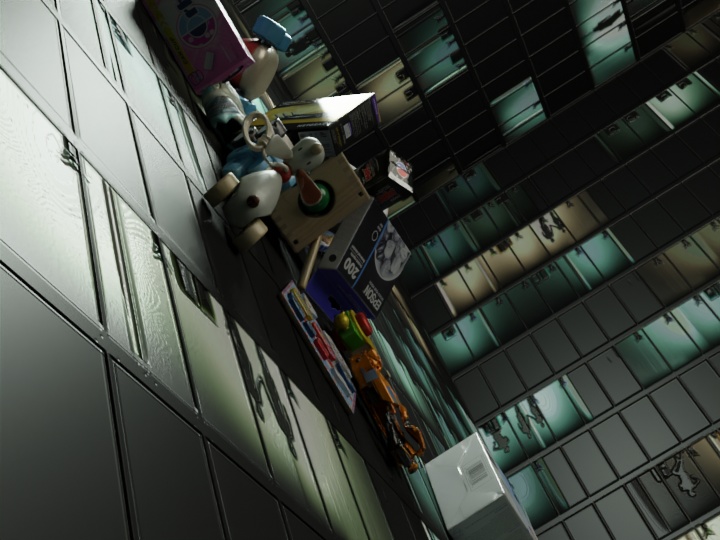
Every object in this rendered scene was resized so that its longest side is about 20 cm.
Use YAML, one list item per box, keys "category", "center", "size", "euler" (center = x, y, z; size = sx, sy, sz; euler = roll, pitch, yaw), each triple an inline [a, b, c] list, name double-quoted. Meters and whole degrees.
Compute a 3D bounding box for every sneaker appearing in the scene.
- category: "sneaker"
  center: [-0.208, -0.227, 1.558]
  size: [0.200, 0.077, 0.088]
  euler: [43, 27, -49]

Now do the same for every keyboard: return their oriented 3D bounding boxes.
- category: "keyboard"
  center: [-0.103, -0.029, 1.661]
  size: [0.103, 0.039, 0.203]
  euler: [-8, 67, -59]

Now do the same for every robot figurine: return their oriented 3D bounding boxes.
- category: "robot figurine"
  center: [0.047, 0.226, 1.440]
  size: [0.202, 0.057, 0.145]
  euler: [61, 0, 13]

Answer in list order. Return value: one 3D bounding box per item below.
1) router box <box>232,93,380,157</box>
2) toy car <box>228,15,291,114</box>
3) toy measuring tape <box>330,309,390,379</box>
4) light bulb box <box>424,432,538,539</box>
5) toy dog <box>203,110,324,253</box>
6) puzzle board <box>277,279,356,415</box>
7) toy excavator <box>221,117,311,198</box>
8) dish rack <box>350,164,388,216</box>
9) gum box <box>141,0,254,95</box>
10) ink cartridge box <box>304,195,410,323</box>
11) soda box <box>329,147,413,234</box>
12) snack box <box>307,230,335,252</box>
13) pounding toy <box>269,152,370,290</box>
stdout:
- category: "router box"
  center: [-0.087, -0.236, 1.491]
  size: [0.157, 0.197, 0.053]
  euler: [-45, 128, -48]
- category: "toy car"
  center: [-0.265, -0.428, 1.757]
  size: [0.198, 0.187, 0.177]
  euler: [30, 6, 0]
- category: "toy measuring tape"
  center: [-0.001, 0.122, 1.547]
  size: [0.201, 0.073, 0.074]
  euler: [53, 8, -50]
- category: "light bulb box"
  center: [0.231, 0.449, 1.650]
  size: [0.202, 0.124, 0.199]
  euler: [56, 6, -24]
- category: "toy dog"
  center: [-0.115, -0.120, 1.186]
  size: [0.131, 0.203, 0.096]
  euler: [35, -26, -22]
- category: "puzzle board"
  center: [-0.058, 0.109, 1.350]
  size: [0.202, 0.017, 0.151]
  euler: [60, 5, -5]
- category: "toy excavator"
  center: [-0.157, -0.133, 1.346]
  size: [0.192, 0.201, 0.101]
  euler: [-9, -56, 48]
- category: "dish rack"
  center: [-0.021, -0.102, 1.794]
  size: [0.170, 0.043, 0.204]
  euler: [31, 55, -38]
- category: "gum box"
  center: [-0.279, -0.413, 1.567]
  size: [0.202, 0.112, 0.066]
  euler: [59, 6, -1]
- category: "ink cartridge box"
  center: [0.000, 0.000, 1.591]
  size: [0.043, 0.202, 0.198]
  euler: [20, -18, 32]
- category: "soda box"
  center: [0.003, -0.137, 1.612]
  size: [0.070, 0.198, 0.064]
  euler: [27, 50, -34]
- category: "snack box"
  center: [-0.061, -0.068, 1.680]
  size: [0.198, 0.024, 0.073]
  euler: [17, 53, -43]
- category: "pounding toy"
  center: [-0.085, -0.105, 1.509]
  size: [0.143, 0.183, 0.200]
  euler: [55, -2, -27]
